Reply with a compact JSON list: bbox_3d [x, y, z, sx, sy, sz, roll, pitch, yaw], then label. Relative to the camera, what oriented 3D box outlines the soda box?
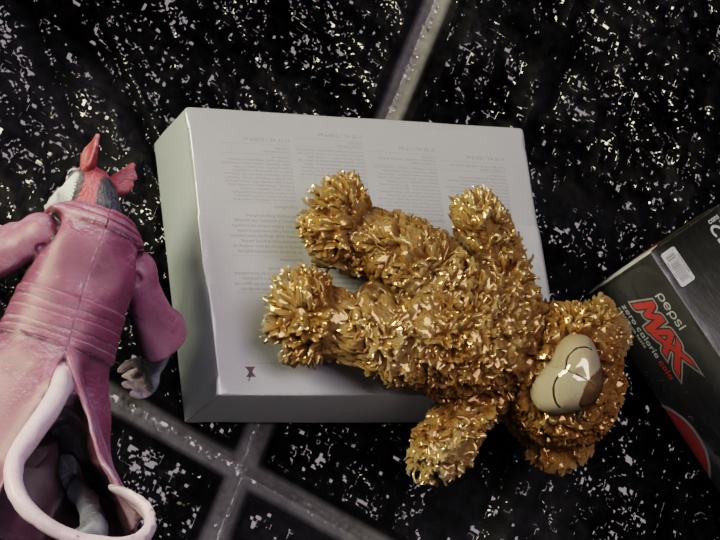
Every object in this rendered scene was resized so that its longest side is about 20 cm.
[{"bbox_3d":[0.213,0.071,1.277,0.063,0.071,0.201,-30,85,-34],"label":"soda box"}]

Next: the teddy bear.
[{"bbox_3d":[0.047,0.028,1.155,0.200,0.067,0.145,41,60,-7],"label":"teddy bear"}]

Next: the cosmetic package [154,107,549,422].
[{"bbox_3d":[0.000,0.000,1.210,0.198,0.052,0.152,2,67,-27],"label":"cosmetic package"}]

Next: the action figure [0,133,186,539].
[{"bbox_3d":[-0.144,0.029,1.076,0.133,0.149,0.202,17,76,-13],"label":"action figure"}]
